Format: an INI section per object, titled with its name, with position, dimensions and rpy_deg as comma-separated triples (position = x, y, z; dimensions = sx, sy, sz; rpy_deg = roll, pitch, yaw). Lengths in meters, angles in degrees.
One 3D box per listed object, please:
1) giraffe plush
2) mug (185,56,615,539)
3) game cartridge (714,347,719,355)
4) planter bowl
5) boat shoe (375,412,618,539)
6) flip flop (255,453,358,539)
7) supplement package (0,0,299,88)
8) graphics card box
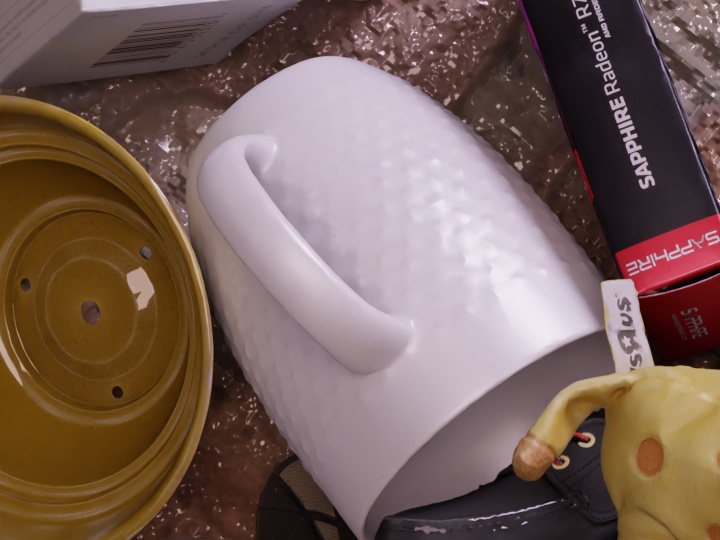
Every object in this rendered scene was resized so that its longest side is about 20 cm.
[giraffe plush]
position = 0.172, 0.082, 0.897
dimensions = 0.172, 0.162, 0.201
rpy_deg = -28, 95, -36
[mug]
position = 0.000, 0.000, 1.036
dimensions = 0.148, 0.200, 0.176
rpy_deg = -42, 70, 13
[game cartridge]
position = 0.247, 0.035, 1.105
dimensions = 0.200, 0.038, 0.130
rpy_deg = 45, 91, 6
[planter bowl]
position = -0.133, 0.023, 1.083
dimensions = 0.199, 0.083, 0.202
rpy_deg = 3, 98, 25
[boat shoe]
position = 0.088, 0.089, 1.020
dimensions = 0.200, 0.073, 0.064
rpy_deg = -10, 100, -31
[flip flop]
position = -0.011, 0.177, 1.094
dimensions = 0.080, 0.058, 0.202
rpy_deg = -6, 69, 8
[supplement package]
position = -0.109, -0.195, 1.084
dimensions = 0.117, 0.117, 0.202
rpy_deg = -9, 83, -28
[graphics card box]
position = 0.109, -0.070, 1.057
dimensions = 0.051, 0.125, 0.201
rpy_deg = -20, 73, 8
